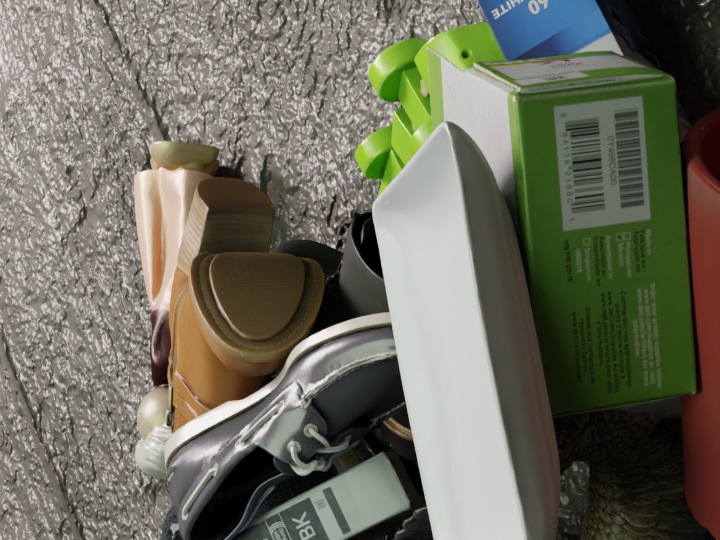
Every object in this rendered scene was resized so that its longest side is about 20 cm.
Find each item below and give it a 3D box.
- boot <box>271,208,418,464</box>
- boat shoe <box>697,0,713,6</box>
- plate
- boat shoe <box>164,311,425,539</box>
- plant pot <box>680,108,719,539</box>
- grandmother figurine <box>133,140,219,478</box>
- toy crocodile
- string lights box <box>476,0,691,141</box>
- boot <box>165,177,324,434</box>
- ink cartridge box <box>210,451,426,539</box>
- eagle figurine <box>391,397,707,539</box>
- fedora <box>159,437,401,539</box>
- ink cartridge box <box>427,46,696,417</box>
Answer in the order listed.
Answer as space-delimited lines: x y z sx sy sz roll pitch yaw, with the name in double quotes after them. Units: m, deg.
0.000 0.000 1.464 0.200 0.077 0.139 38 151 44 "boot"
0.175 -0.165 1.282 0.199 0.062 0.075 -11 39 15 "boat shoe"
0.051 0.046 1.208 0.200 0.032 0.200 131 130 -77 "plate"
-0.025 0.087 1.365 0.200 0.073 0.063 -32 45 34 "boat shoe"
0.232 0.036 1.205 0.200 0.200 0.178 29 122 41 "plant pot"
-0.113 0.028 1.622 0.060 0.121 0.201 1 80 6 "grandmother figurine"
0.041 -0.069 1.451 0.068 0.062 0.200 61 159 27 "toy crocodile"
0.096 -0.152 1.379 0.059 0.103 0.201 -30 68 15 "string lights box"
-0.075 0.055 1.472 0.200 0.076 0.156 -122 37 -60 "boot"
-0.059 0.160 1.459 0.199 0.099 0.039 -28 81 5 "ink cartridge box"
0.114 0.100 1.370 0.151 0.151 0.201 23 98 32 "eagle figurine"
-0.064 0.174 1.574 0.200 0.091 0.202 2 93 46 "fedora"
0.089 -0.030 1.247 0.200 0.075 0.148 -132 36 -74 "ink cartridge box"
